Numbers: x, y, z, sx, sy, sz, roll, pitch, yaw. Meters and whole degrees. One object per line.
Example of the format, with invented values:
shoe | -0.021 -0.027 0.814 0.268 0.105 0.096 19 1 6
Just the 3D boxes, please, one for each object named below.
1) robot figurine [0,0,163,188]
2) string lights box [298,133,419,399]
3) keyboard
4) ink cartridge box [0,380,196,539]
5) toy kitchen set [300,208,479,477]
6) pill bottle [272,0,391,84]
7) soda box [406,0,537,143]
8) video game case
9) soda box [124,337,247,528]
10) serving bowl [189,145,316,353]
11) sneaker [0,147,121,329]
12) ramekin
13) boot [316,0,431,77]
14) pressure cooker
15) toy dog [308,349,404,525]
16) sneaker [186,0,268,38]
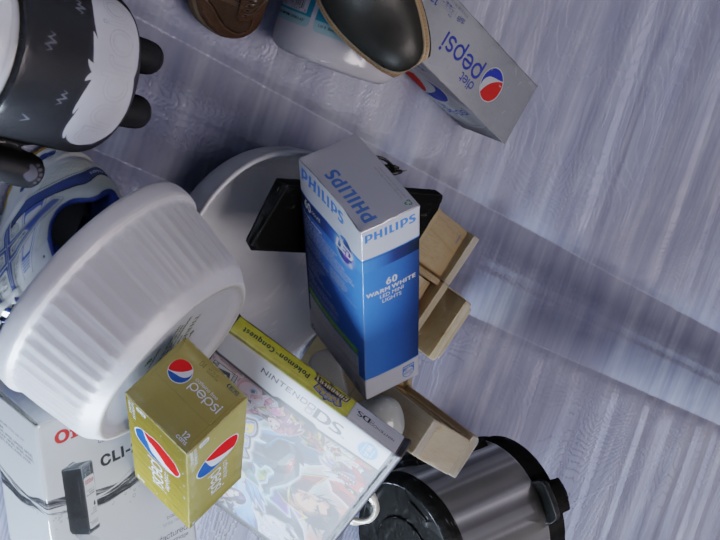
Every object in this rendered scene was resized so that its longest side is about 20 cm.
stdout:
robot figurine | -0.238 -0.154 1.085 0.124 0.152 0.199 -33 152 35
string lights box | 0.000 0.000 1.276 0.058 0.103 0.202 -23 140 -20
keyboard | -0.010 -0.063 1.332 0.198 0.040 0.105 1 133 -45
ink cartridge box | -0.223 0.169 1.292 0.143 0.083 0.202 -23 124 -35
toy kitchen set | 0.088 0.072 1.473 0.201 0.180 0.163 -56 139 1
pill bottle | 0.007 -0.266 1.271 0.110 0.110 0.202 10 104 -46
soda box | 0.082 -0.198 1.415 0.200 0.063 0.069 36 83 -48
video game case | -0.074 0.154 1.311 0.201 0.180 0.026 -56 178 42
soda box | -0.133 0.130 1.181 0.064 0.068 0.201 -43 166 -21
serving bowl | -0.095 -0.018 1.333 0.199 0.065 0.203 -23 125 -36
sneaker | -0.254 0.004 1.174 0.075 0.088 0.202 20 97 -49
ramekin | -0.173 0.038 1.152 0.202 0.094 0.203 -45 168 -13
boot | -0.017 -0.236 1.152 0.077 0.138 0.201 -32 94 9
pressure cooker | 0.117 0.271 1.610 0.198 0.175 0.181 -16 125 -34
toy dog | -0.050 0.138 1.389 0.096 0.197 0.134 -44 145 -62
sneaker | -0.091 -0.230 1.175 0.071 0.075 0.200 -49 161 -16
